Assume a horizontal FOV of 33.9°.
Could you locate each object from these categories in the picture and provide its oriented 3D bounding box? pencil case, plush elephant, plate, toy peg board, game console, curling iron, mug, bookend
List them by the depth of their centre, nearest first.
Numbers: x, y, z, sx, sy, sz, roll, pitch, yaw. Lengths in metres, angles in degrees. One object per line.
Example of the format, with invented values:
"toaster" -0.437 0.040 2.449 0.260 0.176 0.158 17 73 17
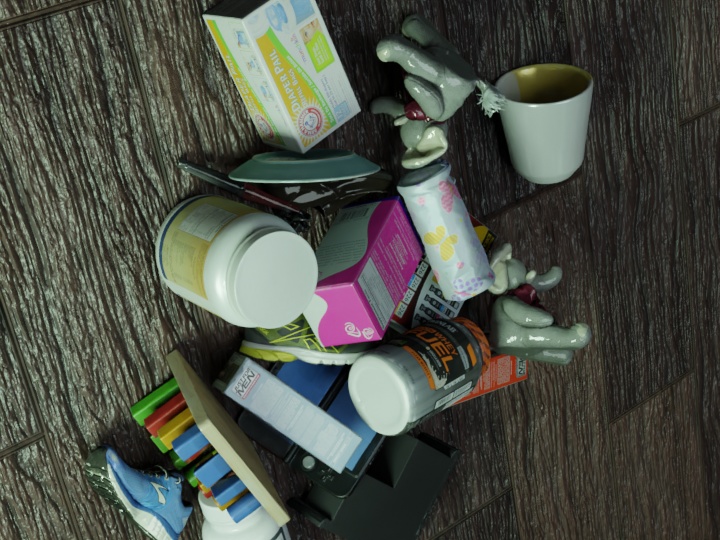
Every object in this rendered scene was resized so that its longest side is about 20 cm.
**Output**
"plate" -0.073 -0.139 1.536 0.199 0.200 0.026 -11 105 -35
"toy peg board" -0.207 0.241 1.555 0.098 0.199 0.201 -36 121 -3
"curling iron" -0.149 -0.103 1.557 0.199 0.050 0.026 27 105 -16
"plush elephant" 0.088 -0.242 1.677 0.199 0.165 0.155 35 121 -7
"pencil case" 0.123 -0.057 1.683 0.201 0.083 0.091 66 22 -16
"game console" -0.047 0.198 1.712 0.201 0.172 0.119 -56 155 -10
"plush elephant" 0.246 0.049 1.798 0.165 0.198 0.156 73 22 -73
"bookend" 0.023 0.319 1.812 0.200 0.092 0.200 33 82 -38
"mug" 0.302 -0.228 1.841 0.186 0.149 0.154 -24 125 -23

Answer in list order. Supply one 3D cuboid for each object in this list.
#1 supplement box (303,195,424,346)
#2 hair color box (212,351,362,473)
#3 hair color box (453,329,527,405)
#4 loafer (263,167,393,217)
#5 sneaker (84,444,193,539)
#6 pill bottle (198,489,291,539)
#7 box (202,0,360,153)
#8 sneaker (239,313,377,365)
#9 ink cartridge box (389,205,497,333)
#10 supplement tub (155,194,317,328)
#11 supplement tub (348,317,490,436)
"supplement box" 0.000 0.000 1.640 0.104 0.101 0.200 63 36 -28
"hair color box" -0.102 0.195 1.629 0.200 0.099 0.061 37 80 -13
"hair color box" 0.159 0.156 1.864 0.199 0.101 0.062 -14 111 -35
"loafer" -0.047 -0.113 1.653 0.199 0.073 0.072 -6 111 -26
"sneaker" -0.292 0.287 1.581 0.089 0.078 0.200 -53 136 -22
"pill bottle" -0.158 0.385 1.675 0.119 0.119 0.201 -29 119 -27
"box" -0.100 -0.268 1.539 0.112 0.101 0.201 -39 123 -22
"sneaker" -0.069 0.087 1.660 0.198 0.074 0.085 2 93 -18
"ink cartridge box" 0.114 0.007 1.797 0.175 0.084 0.201 33 82 -39
"supplement tub" -0.158 -0.011 1.506 0.144 0.199 0.146 -12 111 -35
"supplement tub" 0.088 0.143 1.675 0.199 0.122 0.124 -25 118 -43
